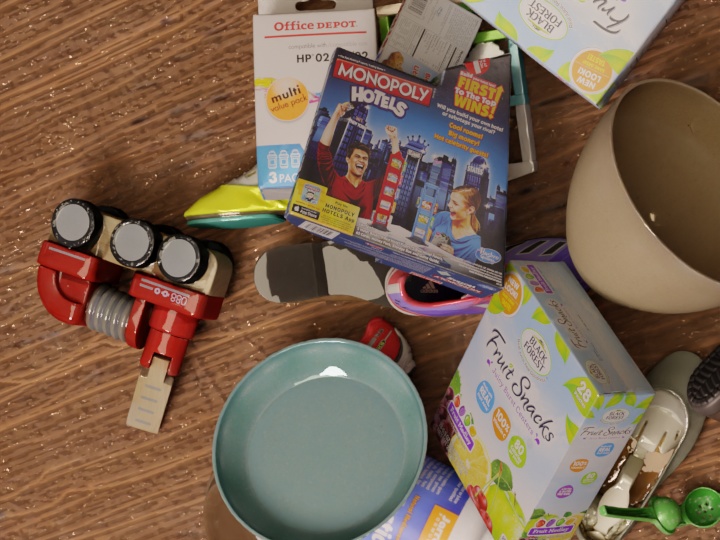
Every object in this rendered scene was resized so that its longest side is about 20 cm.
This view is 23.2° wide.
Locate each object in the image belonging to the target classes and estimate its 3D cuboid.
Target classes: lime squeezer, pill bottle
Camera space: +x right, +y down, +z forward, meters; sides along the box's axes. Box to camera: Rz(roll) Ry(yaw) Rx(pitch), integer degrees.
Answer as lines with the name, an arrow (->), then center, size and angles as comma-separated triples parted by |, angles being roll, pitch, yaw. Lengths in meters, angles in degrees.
lime squeezer -> 0.291, 0.212, 1.554 | 0.198, 0.071, 0.038 | -7, 81, -18
pill bottle -> 0.061, 0.233, 1.617 | 0.198, 0.112, 0.113 | 24, 103, 14

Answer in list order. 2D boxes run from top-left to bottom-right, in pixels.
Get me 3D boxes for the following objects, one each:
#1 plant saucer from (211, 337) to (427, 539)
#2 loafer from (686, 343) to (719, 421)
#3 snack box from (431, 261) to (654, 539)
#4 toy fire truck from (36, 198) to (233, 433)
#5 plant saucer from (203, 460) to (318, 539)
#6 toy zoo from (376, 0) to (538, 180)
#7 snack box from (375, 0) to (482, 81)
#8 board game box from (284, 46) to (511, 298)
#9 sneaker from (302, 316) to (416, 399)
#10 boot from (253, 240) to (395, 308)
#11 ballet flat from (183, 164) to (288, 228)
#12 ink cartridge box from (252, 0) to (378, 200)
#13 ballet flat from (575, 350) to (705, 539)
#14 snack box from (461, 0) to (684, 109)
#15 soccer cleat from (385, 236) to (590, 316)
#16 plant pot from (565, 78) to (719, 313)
plant saucer -> -0.034, 0.160, 1.577 | 0.197, 0.036, 0.202 | -6, 62, 11
loafer -> 0.376, 0.062, 1.533 | 0.200, 0.073, 0.071 | -43, 117, 16
snack box -> 0.152, 0.121, 1.524 | 0.169, 0.067, 0.201 | 59, 136, 42
toy fire truck -> -0.226, 0.050, 1.694 | 0.174, 0.129, 0.202 | 18, 91, 15
plant saucer -> -0.083, 0.267, 1.652 | 0.199, 0.029, 0.202 | 30, 134, 36
toy zoo -> 0.091, -0.152, 1.612 | 0.130, 0.020, 0.203 | -6, 94, 18
snack box -> 0.036, -0.151, 1.550 | 0.071, 0.024, 0.202 | 28, 76, -12
board game box -> 0.050, -0.105, 1.503 | 0.198, 0.062, 0.202 | 20, 77, -13
sneaker -> -0.043, 0.112, 1.663 | 0.199, 0.077, 0.086 | -31, 81, 7
boot -> 0.000, 0.000, 1.640 | 0.197, 0.075, 0.075 | -1, 86, -1
ballet flat -> -0.068, -0.071, 1.652 | 0.197, 0.067, 0.068 | 1, 84, 11
ink cartridge box -> -0.039, -0.170, 1.594 | 0.114, 0.068, 0.203 | -3, 83, 1
ballet flat -> 0.255, 0.167, 1.575 | 0.067, 0.064, 0.202 | 30, 104, 11
snack box -> 0.204, -0.271, 1.529 | 0.168, 0.068, 0.201 | 38, 99, 10
soccer cleat -> 0.121, 0.009, 1.574 | 0.197, 0.073, 0.069 | -5, 92, -2
plant pot -> 0.252, -0.043, 1.503 | 0.201, 0.200, 0.134 | 54, 136, 5
